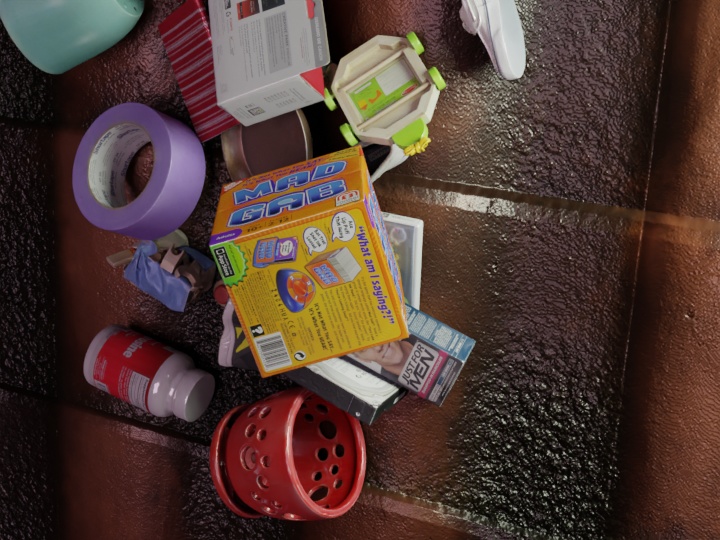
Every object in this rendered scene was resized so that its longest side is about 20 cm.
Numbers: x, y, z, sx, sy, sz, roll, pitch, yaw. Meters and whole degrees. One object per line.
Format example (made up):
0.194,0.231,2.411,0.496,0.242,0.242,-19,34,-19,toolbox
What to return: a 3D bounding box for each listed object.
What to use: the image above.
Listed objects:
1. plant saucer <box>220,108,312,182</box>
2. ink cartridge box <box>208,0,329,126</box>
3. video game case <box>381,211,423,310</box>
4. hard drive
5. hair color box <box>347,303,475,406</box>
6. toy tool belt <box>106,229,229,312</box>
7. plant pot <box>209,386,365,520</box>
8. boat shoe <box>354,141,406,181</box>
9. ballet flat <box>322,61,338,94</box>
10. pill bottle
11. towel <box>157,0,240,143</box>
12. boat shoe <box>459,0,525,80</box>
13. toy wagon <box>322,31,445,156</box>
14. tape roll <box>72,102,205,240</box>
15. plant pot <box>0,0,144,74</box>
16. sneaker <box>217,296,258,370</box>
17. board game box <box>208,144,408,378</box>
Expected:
-0.134,-0.187,1.582,0.200,0.034,0.201,18,115,44,plant saucer
-0.113,-0.327,1.486,0.175,0.084,0.200,-15,69,21,ink cartridge box
0.000,0.000,1.564,0.182,0.023,0.200,12,123,18,video game case
-0.035,0.145,1.588,0.200,0.140,0.038,28,113,18,hard drive
0.054,0.103,1.550,0.200,0.061,0.100,29,127,8,hair color box
-0.293,0.013,1.690,0.200,0.123,0.125,27,114,17,toy tool belt
-0.119,0.282,1.633,0.182,0.200,0.201,-12,98,31,plant pot
-0.019,-0.142,1.539,0.200,0.065,0.074,-38,85,29,boat shoe
-0.113,-0.287,1.561,0.200,0.057,0.067,15,110,22,ballet flat
-0.346,0.173,1.764,0.200,0.112,0.112,21,111,20,pill bottle
-0.239,-0.302,1.607,0.145,0.022,0.200,-12,98,57,towel
0.164,-0.343,1.410,0.065,0.074,0.200,-15,86,33,boat shoe
0.040,-0.230,1.459,0.155,0.040,0.200,-32,63,8,toy wagon
-0.344,-0.152,1.656,0.200,0.085,0.200,-7,76,29,tape roll
-0.425,-0.417,1.612,0.161,0.201,0.201,-16,96,17,plant pot
-0.168,0.080,1.664,0.084,0.075,0.200,16,136,2,sneaker
-0.063,-0.016,1.403,0.199,0.200,0.200,-16,115,6,board game box
